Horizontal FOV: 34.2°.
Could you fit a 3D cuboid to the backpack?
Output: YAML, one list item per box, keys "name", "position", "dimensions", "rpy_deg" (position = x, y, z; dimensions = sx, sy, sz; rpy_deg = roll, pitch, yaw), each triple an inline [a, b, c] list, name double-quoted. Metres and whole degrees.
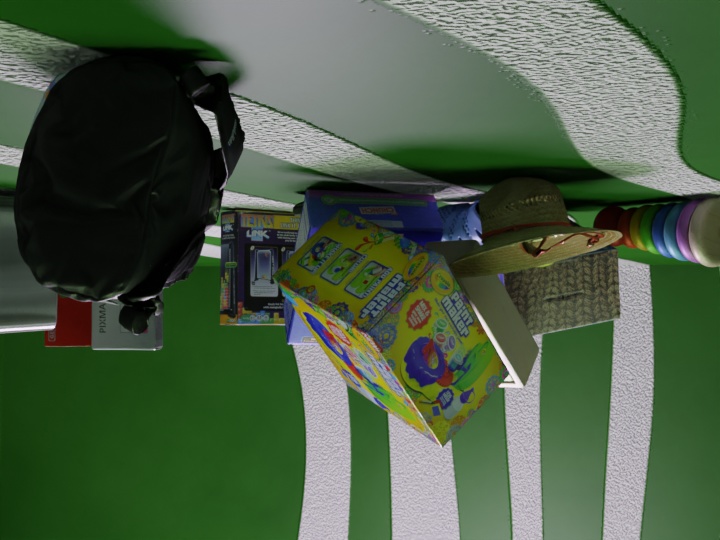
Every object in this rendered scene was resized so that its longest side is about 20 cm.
- name: "backpack"
  position: [-0.155, -0.059, 0.779]
  dimensions: [0.125, 0.168, 0.200]
  rpy_deg: [20, -179, 0]

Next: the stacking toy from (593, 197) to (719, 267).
- name: "stacking toy"
  position: [0.384, -0.054, 1.509]
  dimensions: [0.085, 0.086, 0.199]
  rpy_deg: [2, -177, -35]

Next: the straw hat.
- name: "straw hat"
  position: [0.178, -0.057, 1.275]
  dimensions: [0.199, 0.086, 0.201]
  rpy_deg: [-10, 171, -2]

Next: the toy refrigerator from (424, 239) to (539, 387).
- name: "toy refrigerator"
  position: [0.140, 0.058, 1.426]
  dimensions: [0.075, 0.070, 0.201]
  rpy_deg: [-1, 137, 37]

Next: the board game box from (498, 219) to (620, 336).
- name: "board game box"
  position: [0.237, 0.003, 1.586]
  dimensions: [0.158, 0.098, 0.200]
  rpy_deg: [-10, -161, -10]

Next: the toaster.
- name: "toaster"
  position: [-0.476, -0.011, 1.527]
  dimensions: [0.118, 0.183, 0.199]
  rpy_deg: [-1, 180, -33]

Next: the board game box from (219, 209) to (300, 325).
- name: "board game box"
  position: [-0.113, -0.001, 1.750]
  dimensions: [0.199, 0.167, 0.056]
  rpy_deg: [3, 176, -36]

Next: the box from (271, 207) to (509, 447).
- name: "box"
  position: [0.035, 0.061, 1.325]
  dimensions: [0.192, 0.122, 0.201]
  rpy_deg: [27, 156, 50]

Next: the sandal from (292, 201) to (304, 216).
- name: "sandal"
  position: [0.003, -0.062, 1.513]
  dimensions: [0.200, 0.058, 0.079]
  rpy_deg: [9, 172, -39]

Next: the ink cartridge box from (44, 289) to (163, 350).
- name: "ink cartridge box"
  position: [-0.357, 0.007, 1.600]
  dimensions: [0.172, 0.202, 0.044]
  rpy_deg: [0, 179, 6]

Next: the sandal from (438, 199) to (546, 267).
- name: "sandal"
  position: [0.164, -0.063, 1.490]
  dimensions: [0.199, 0.080, 0.087]
  rpy_deg: [5, 150, 41]

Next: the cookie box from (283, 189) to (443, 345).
- name: "cookie box"
  position: [0.000, 0.000, 1.472]
  dimensions: [0.169, 0.201, 0.076]
  rpy_deg: [2, -138, -15]
